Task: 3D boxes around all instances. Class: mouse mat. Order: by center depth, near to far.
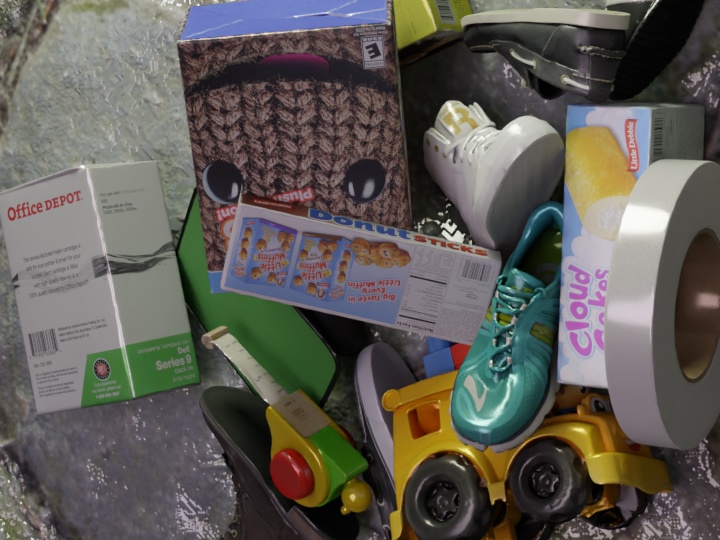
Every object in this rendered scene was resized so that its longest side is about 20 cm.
[{"bbox_3d":[-0.092,0.041,1.545,0.200,0.008,0.161,52,149,17],"label":"mouse mat"}]

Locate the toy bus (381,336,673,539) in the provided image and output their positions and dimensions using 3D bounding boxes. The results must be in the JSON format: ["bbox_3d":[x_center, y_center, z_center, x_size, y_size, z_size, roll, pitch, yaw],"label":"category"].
[{"bbox_3d":[0.118,0.112,1.414,0.199,0.135,0.193,-18,70,29],"label":"toy bus"}]

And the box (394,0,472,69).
[{"bbox_3d":[-0.010,-0.174,1.481,0.199,0.075,0.050,-21,84,32],"label":"box"}]

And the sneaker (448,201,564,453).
[{"bbox_3d":[0.111,0.038,1.338,0.077,0.080,0.201,10,58,22],"label":"sneaker"}]

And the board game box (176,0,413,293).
[{"bbox_3d":[-0.045,-0.098,1.397,0.158,0.097,0.201,-5,114,3],"label":"board game box"}]

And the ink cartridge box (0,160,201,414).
[{"bbox_3d":[-0.229,0.015,1.613,0.145,0.084,0.202,-11,90,45],"label":"ink cartridge box"}]

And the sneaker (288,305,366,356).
[{"bbox_3d":[-0.024,-0.030,1.509,0.090,0.076,0.201,-16,91,22],"label":"sneaker"}]

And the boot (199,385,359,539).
[{"bbox_3d":[-0.102,0.218,1.579,0.200,0.069,0.174,50,127,18],"label":"boot"}]

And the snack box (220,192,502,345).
[{"bbox_3d":[0.000,0.000,1.373,0.199,0.024,0.072,13,114,-5],"label":"snack box"}]

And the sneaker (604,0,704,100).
[{"bbox_3d":[0.206,-0.225,1.349,0.088,0.074,0.201,29,103,32],"label":"sneaker"}]

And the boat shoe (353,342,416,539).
[{"bbox_3d":[0.028,0.160,1.498,0.056,0.068,0.201,-21,87,32],"label":"boat shoe"}]

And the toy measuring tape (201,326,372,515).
[{"bbox_3d":[-0.063,0.131,1.508,0.200,0.073,0.074,42,115,24],"label":"toy measuring tape"}]

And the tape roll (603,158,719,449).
[{"bbox_3d":[0.221,0.022,1.286,0.037,0.202,0.204,4,98,28],"label":"tape roll"}]

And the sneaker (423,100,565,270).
[{"bbox_3d":[0.089,-0.085,1.376,0.073,0.200,0.116,-30,71,-14],"label":"sneaker"}]

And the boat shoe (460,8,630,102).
[{"bbox_3d":[0.127,-0.159,1.356,0.200,0.071,0.068,-159,67,-65],"label":"boat shoe"}]

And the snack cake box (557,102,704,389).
[{"bbox_3d":[0.198,-0.021,1.345,0.067,0.115,0.202,5,97,28],"label":"snack cake box"}]
